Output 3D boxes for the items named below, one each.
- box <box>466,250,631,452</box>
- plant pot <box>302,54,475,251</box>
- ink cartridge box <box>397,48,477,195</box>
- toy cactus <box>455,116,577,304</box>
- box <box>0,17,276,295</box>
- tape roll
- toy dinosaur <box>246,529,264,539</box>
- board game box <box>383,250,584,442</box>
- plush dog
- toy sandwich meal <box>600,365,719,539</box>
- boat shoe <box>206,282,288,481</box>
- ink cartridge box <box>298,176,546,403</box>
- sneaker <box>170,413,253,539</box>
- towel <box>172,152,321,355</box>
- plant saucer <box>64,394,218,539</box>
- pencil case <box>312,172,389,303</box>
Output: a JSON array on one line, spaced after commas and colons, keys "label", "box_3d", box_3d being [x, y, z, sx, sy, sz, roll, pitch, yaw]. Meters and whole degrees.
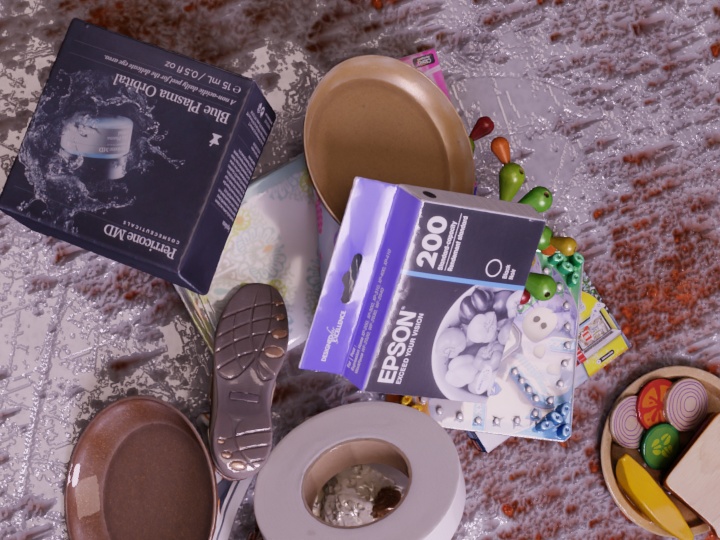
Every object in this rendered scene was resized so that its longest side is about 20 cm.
[{"label": "box", "box_3d": [0.172, 0.080, 1.604, 0.199, 0.038, 0.137, -34, 94, -12]}, {"label": "plant pot", "box_3d": [0.024, -0.109, 1.457, 0.199, 0.027, 0.202, 11, 70, -32]}, {"label": "ink cartridge box", "box_3d": [0.061, -0.125, 1.591, 0.094, 0.037, 0.202, -18, 94, -13]}, {"label": "toy cactus", "box_3d": [0.119, -0.042, 1.532, 0.164, 0.102, 0.201, -28, 81, 4]}, {"label": "box", "box_3d": [-0.212, -0.108, 1.453, 0.195, 0.117, 0.202, 19, 83, 10]}, {"label": "tape roll", "box_3d": [-0.001, 0.209, 1.411, 0.202, 0.203, 0.037, -28, 133, -13]}, {"label": "toy dinosaur", "box_3d": [-0.075, 0.352, 1.468, 0.200, 0.135, 0.086, 48, 47, -20]}, {"label": "board game box", "box_3d": [0.131, 0.065, 1.559, 0.198, 0.026, 0.202, 7, 78, -6]}, {"label": "plush dog", "box_3d": [-0.010, 0.269, 1.512, 0.199, 0.161, 0.173, 28, 105, -11]}, {"label": "toy sandwich meal", "box_3d": [0.357, 0.202, 1.627, 0.203, 0.070, 0.207, 1, 87, -13]}, {"label": "boat shoe", "box_3d": [-0.117, 0.110, 1.476, 0.075, 0.072, 0.202, 14, 66, -10]}, {"label": "ink cartridge box", "box_3d": [0.060, 0.023, 1.425, 0.198, 0.043, 0.200, 8, 109, -27]}, {"label": "sneaker", "box_3d": [-0.165, 0.239, 1.500, 0.079, 0.078, 0.201, 25, 72, -15]}, {"label": "towel", "box_3d": [-0.093, -0.006, 1.544, 0.199, 0.048, 0.172, -29, 97, -13]}, {"label": "plant saucer", "box_3d": [-0.205, 0.223, 1.460, 0.037, 0.199, 0.202, 10, 84, -54]}, {"label": "pencil case", "box_3d": [0.000, 0.000, 1.498, 0.082, 0.091, 0.202, -4, 91, -15]}]
